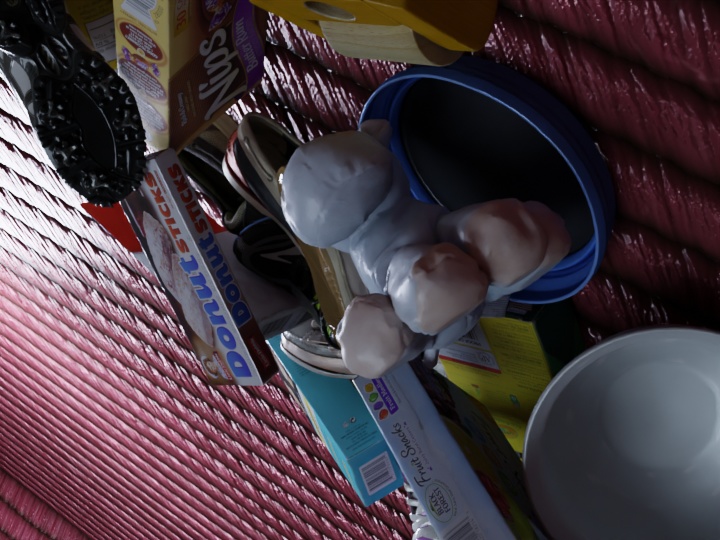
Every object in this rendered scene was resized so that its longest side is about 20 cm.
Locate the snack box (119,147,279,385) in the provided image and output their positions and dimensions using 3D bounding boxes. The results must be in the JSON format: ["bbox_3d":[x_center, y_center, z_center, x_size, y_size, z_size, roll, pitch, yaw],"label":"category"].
[{"bbox_3d":[-0.134,0.002,0.835,0.072,0.024,0.201,-7,114,45],"label":"snack box"}]

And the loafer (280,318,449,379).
[{"bbox_3d":[0.010,0.070,0.999,0.199,0.072,0.063,17,126,28],"label":"loafer"}]

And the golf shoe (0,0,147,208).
[{"bbox_3d":[-0.222,-0.143,0.770,0.094,0.078,0.201,31,147,64],"label":"golf shoe"}]

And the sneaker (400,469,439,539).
[{"bbox_3d":[0.067,0.208,0.945,0.073,0.114,0.201,-18,115,43],"label":"sneaker"}]

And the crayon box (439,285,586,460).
[{"bbox_3d":[0.133,0.088,0.876,0.127,0.051,0.200,12,138,43],"label":"crayon box"}]

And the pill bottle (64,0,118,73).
[{"bbox_3d":[-0.225,-0.220,0.841,0.114,0.114,0.200,23,145,30],"label":"pill bottle"}]

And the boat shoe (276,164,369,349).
[{"bbox_3d":[0.000,0.000,0.819,0.074,0.069,0.201,34,146,61],"label":"boat shoe"}]

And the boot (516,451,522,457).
[{"bbox_3d":[0.117,0.172,1.009,0.200,0.070,0.131,45,145,-19],"label":"boot"}]

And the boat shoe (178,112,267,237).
[{"bbox_3d":[-0.100,-0.059,0.950,0.200,0.065,0.073,47,149,-10],"label":"boat shoe"}]

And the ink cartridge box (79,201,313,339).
[{"bbox_3d":[-0.133,-0.020,0.961,0.200,0.162,0.057,46,114,10],"label":"ink cartridge box"}]

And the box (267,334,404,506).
[{"bbox_3d":[-0.029,0.139,1.062,0.200,0.049,0.082,49,163,46],"label":"box"}]

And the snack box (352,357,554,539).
[{"bbox_3d":[0.087,0.160,0.780,0.142,0.053,0.200,39,-166,-44],"label":"snack box"}]

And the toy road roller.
[{"bbox_3d":[-0.004,-0.216,0.604,0.123,0.147,0.200,15,178,39],"label":"toy road roller"}]

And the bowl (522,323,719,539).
[{"bbox_3d":[0.214,0.117,0.734,0.200,0.090,0.202,3,108,8],"label":"bowl"}]

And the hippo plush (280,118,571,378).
[{"bbox_3d":[0.036,-0.035,0.703,0.161,0.159,0.200,56,-164,12],"label":"hippo plush"}]

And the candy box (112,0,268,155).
[{"bbox_3d":[-0.120,-0.184,0.758,0.056,0.117,0.200,35,149,13],"label":"candy box"}]

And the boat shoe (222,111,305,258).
[{"bbox_3d":[-0.030,-0.053,0.872,0.200,0.071,0.063,40,142,3],"label":"boat shoe"}]

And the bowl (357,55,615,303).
[{"bbox_3d":[0.088,-0.064,0.741,0.200,0.039,0.201,30,148,21],"label":"bowl"}]

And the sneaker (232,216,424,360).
[{"bbox_3d":[-0.019,0.018,0.903,0.199,0.083,0.071,31,124,-4],"label":"sneaker"}]
